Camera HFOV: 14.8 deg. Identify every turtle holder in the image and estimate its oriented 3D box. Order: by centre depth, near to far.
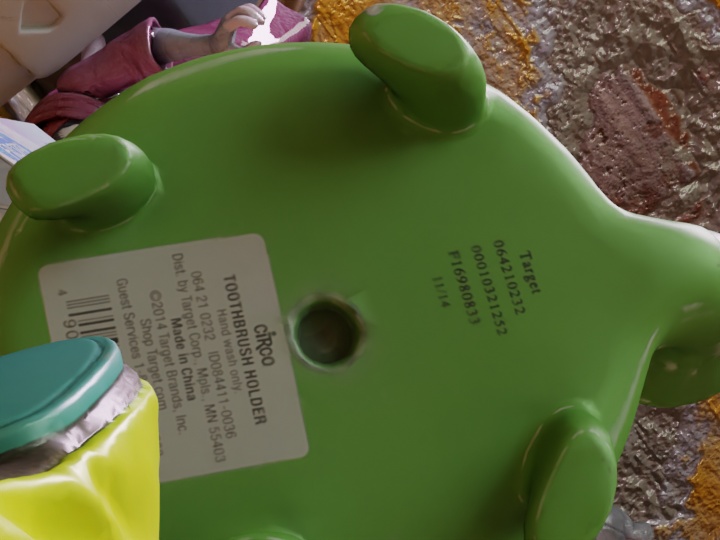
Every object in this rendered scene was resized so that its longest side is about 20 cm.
[{"bbox_3d":[-0.004,0.015,0.637,0.141,0.185,0.132,48,-20,4],"label":"turtle holder"}]

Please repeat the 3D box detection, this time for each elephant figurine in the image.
[{"bbox_3d":[0.255,0.319,3.432,0.141,0.156,0.200,-1,23,-32],"label":"elephant figurine"}]

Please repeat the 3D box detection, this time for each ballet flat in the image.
[{"bbox_3d":[-0.062,0.052,0.392,0.200,0.066,0.067,-44,118,-86],"label":"ballet flat"}]

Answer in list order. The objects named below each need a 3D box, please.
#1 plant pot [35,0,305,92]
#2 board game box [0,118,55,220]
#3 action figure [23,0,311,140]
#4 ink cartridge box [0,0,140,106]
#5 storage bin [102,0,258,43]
[{"bbox_3d":[-0.128,-0.173,1.552,0.201,0.200,0.175,52,18,-14],"label":"plant pot"},{"bbox_3d":[-0.041,0.027,0.821,0.199,0.043,0.200,36,2,0],"label":"board game box"},{"bbox_3d":[-0.099,-0.069,1.177,0.148,0.135,0.200,19,18,19],"label":"action figure"},{"bbox_3d":[-0.165,-0.188,1.088,0.200,0.144,0.145,54,1,10],"label":"ink cartridge box"},{"bbox_3d":[-0.123,-0.180,1.283,0.134,0.146,0.200,18,-14,22],"label":"storage bin"}]
